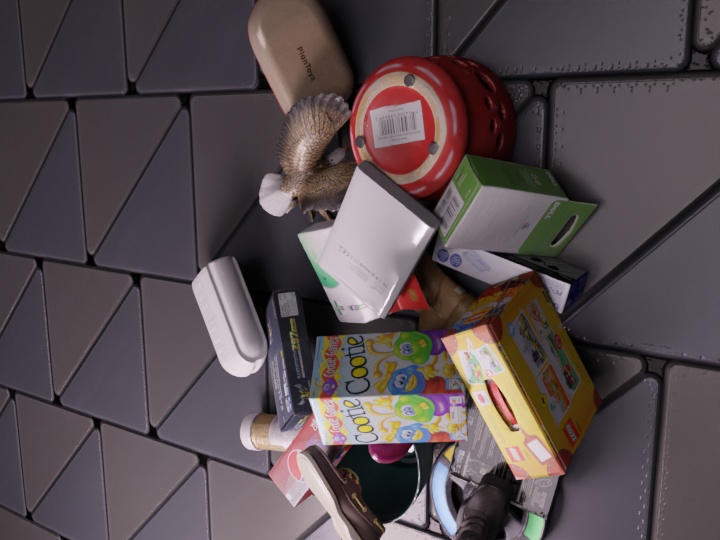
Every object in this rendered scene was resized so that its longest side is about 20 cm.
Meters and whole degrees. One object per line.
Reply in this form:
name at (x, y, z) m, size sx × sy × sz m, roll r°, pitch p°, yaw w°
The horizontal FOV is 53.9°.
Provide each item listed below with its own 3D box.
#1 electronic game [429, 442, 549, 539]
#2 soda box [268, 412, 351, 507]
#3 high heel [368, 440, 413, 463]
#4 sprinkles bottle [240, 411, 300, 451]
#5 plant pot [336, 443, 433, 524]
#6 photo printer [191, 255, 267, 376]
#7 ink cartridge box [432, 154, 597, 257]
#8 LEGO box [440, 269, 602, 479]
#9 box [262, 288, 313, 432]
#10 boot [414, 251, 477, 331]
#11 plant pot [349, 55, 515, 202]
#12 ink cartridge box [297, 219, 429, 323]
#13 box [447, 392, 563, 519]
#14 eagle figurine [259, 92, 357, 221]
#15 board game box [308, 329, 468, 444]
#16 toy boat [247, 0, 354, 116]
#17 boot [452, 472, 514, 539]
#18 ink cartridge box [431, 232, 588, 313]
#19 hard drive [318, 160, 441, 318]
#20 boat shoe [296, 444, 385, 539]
electronic game at (0.195, 0.354, 1.093) m, size 0.195 × 0.041 × 0.207 m, roll 7°, pitch 102°, yaw 32°
soda box at (-0.058, 0.262, 1.069) m, size 0.070 × 0.063 × 0.202 m, roll 45°, pitch 119°, yaw 18°
high heel at (0.083, 0.190, 0.990) m, size 0.068 × 0.198 × 0.096 m, roll 47°, pitch 128°, yaw 12°
sprinkles bottle at (-0.126, 0.294, 1.278) m, size 0.196 × 0.068 × 0.070 m, roll -5°, pitch 97°, yaw 34°
plant pot at (0.038, 0.276, 1.126) m, size 0.196 × 0.133 × 0.207 m, roll 7°, pitch 102°, yaw 32°
photo printer at (-0.233, 0.091, 1.276) m, size 0.166 × 0.068 × 0.205 m, roll -32°, pitch 79°, yaw 64°
ink cartridge box at (0.201, -0.080, 0.930) m, size 0.105 × 0.195 × 0.060 m, roll -61°, pitch 37°, yaw 38°
LEGO box at (0.207, 0.128, 0.886) m, size 0.076 × 0.148 × 0.203 m, roll -23°, pitch 99°, yaw 44°
box at (-0.118, 0.153, 1.179) m, size 0.158 × 0.050 × 0.206 m, roll 123°, pitch 138°, yaw -66°
boot at (0.074, 0.040, 1.105) m, size 0.200 × 0.066 × 0.177 m, roll 44°, pitch 117°, yaw 22°
plant pot at (0.094, -0.190, 0.974) m, size 0.196 × 0.181 × 0.207 m, roll 9°, pitch 106°, yaw 31°
ink cartridge box at (0.000, 0.000, 1.061) m, size 0.198 × 0.050 × 0.164 m, roll -2°, pitch 117°, yaw 59°
box at (0.226, 0.226, 1.022) m, size 0.157 × 0.043 × 0.206 m, roll 17°, pitch 98°, yaw 28°
eagle figurine at (-0.066, -0.161, 1.102) m, size 0.148 × 0.200 × 0.155 m, roll 21°, pitch 72°, yaw -9°
board game box at (0.041, 0.154, 0.932) m, size 0.194 × 0.107 × 0.105 m, roll -4°, pitch 133°, yaw 9°
toy boat at (-0.098, -0.341, 1.112) m, size 0.128 × 0.131 × 0.203 m, roll -28°, pitch 115°, yaw -3°
boot at (0.151, 0.388, 1.005) m, size 0.068 × 0.132 × 0.203 m, roll 23°, pitch 138°, yaw 20°
ink cartridge box at (0.207, -0.007, 0.984) m, size 0.196 × 0.093 × 0.045 m, roll 24°, pitch 112°, yaw 28°
hard drive at (0.020, -0.037, 0.975) m, size 0.131 × 0.027 × 0.202 m, roll 39°, pitch 139°, yaw 11°
boat shoe at (-0.025, 0.324, 1.022) m, size 0.071 × 0.059 × 0.203 m, roll 5°, pitch 128°, yaw 58°
